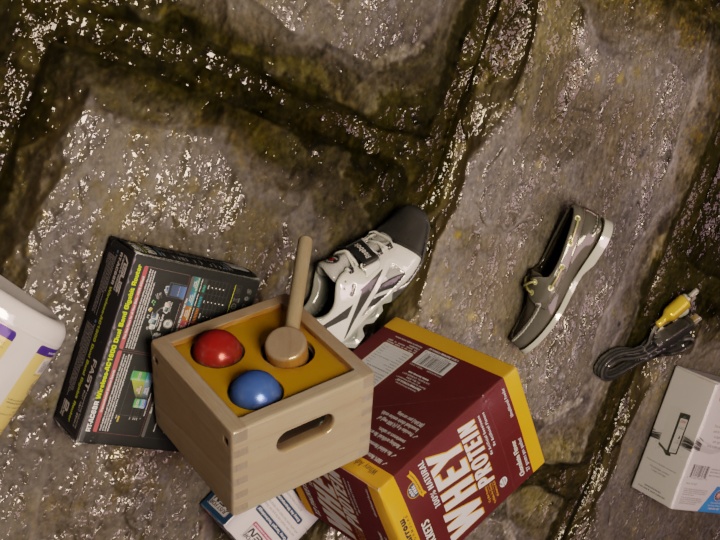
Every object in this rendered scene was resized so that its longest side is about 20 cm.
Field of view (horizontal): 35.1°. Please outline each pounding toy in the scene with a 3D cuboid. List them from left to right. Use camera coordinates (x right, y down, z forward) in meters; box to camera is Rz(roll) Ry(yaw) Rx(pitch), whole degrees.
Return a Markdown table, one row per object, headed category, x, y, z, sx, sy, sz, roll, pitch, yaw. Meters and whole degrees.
| category | x | y | z | sx | sy | sz | roll | pitch | yaw |
| --- | --- | --- | --- | --- | --- | --- | --- | --- | --- |
| pounding toy | -0.085 | 0.092 | 1.098 | 0.199 | 0.184 | 0.143 | -20 | 130 | -31 |

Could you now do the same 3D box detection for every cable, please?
| category | x | y | z | sx | sy | sz | roll | pitch | yaw |
| --- | --- | --- | --- | --- | --- | --- | --- | --- | --- |
| cable | 0.414 | 0.105 | 1.644 | 0.199 | 0.050 | 0.098 | -28 | 139 | -12 |

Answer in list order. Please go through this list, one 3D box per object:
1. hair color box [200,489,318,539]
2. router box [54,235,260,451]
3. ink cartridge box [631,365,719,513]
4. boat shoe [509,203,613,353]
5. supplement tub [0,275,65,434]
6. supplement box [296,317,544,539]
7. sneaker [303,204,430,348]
| category | x | y | z | sx | sy | sz | roll | pitch | yaw |
| --- | --- | --- | --- | --- | --- | --- | --- | --- | --- |
| hair color box | -0.075 | 0.233 | 1.298 | 0.200 | 0.060 | 0.100 | -45 | 126 | -16 |
| router box | -0.204 | 0.079 | 1.144 | 0.149 | 0.062 | 0.202 | 14 | 98 | -40 |
| ink cartridge box | 0.516 | 0.259 | 1.733 | 0.145 | 0.084 | 0.202 | 15 | 97 | -39 |
| boat shoe | 0.243 | 0.010 | 1.452 | 0.060 | 0.072 | 0.203 | 29 | 100 | -11 |
| supplement tub | -0.365 | 0.094 | 0.977 | 0.145 | 0.145 | 0.201 | 38 | 83 | -39 |
| supplement box | 0.047 | 0.182 | 1.204 | 0.200 | 0.197 | 0.134 | -37 | 124 | -25 |
| sneaker | 0.000 | 0.000 | 1.260 | 0.201 | 0.074 | 0.088 | -55 | 131 | -8 |
